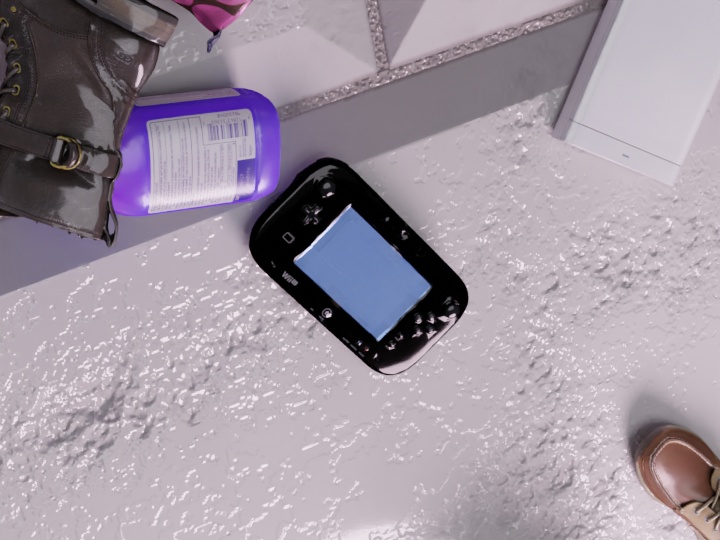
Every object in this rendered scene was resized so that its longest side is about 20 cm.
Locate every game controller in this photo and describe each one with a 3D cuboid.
[{"bbox_3d":[0.000,0.000,1.376,0.104,0.042,0.200,-50,123,-5],"label":"game controller"}]

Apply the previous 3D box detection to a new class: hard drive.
[{"bbox_3d":[0.252,-0.184,1.458,0.131,0.027,0.201,18,98,-33],"label":"hard drive"}]

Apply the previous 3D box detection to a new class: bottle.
[{"bbox_3d":[-0.156,-0.081,1.244,0.199,0.065,0.084,-10,115,-26],"label":"bottle"}]

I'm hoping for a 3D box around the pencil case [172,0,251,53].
[{"bbox_3d":[-0.148,-0.244,1.162,0.200,0.093,0.091,40,67,-20],"label":"pencil case"}]

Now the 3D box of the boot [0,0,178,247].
[{"bbox_3d":[-0.228,-0.121,1.148,0.199,0.069,0.175,24,97,-1],"label":"boot"}]

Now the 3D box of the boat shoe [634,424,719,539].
[{"bbox_3d":[0.329,0.213,1.619,0.200,0.072,0.076,41,86,-34],"label":"boat shoe"}]
